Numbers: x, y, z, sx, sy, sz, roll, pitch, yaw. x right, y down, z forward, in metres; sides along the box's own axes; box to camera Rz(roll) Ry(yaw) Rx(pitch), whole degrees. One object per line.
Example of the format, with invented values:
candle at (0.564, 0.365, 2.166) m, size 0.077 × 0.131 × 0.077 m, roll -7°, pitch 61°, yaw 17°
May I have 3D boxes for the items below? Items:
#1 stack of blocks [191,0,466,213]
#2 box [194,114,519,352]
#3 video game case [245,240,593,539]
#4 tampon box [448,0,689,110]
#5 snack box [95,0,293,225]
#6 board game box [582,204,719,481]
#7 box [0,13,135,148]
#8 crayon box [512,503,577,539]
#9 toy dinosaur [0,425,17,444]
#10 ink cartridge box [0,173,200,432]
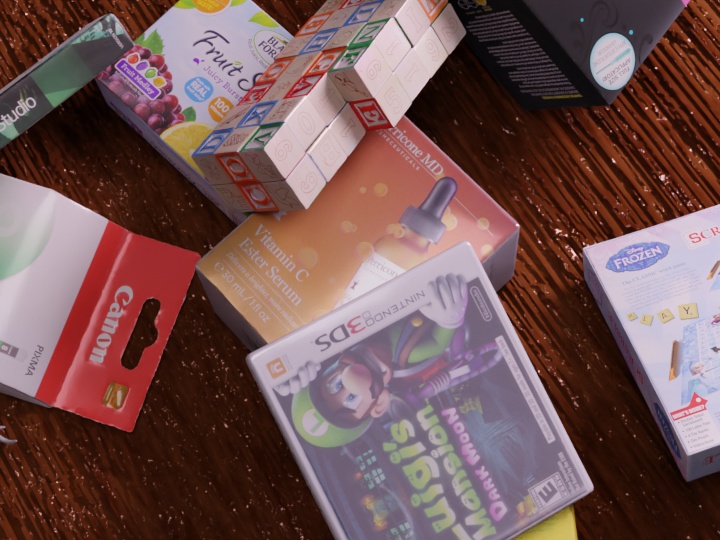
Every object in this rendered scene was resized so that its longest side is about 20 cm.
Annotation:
stack of blocks at (-0.021, -0.133, 1.014) m, size 0.115 × 0.059 × 0.201 m, roll -1°, pitch 43°, yaw 47°
box at (0.000, 0.000, 1.040) m, size 0.200 × 0.106 × 0.152 m, roll -43°, pitch 73°, yaw -11°
video game case at (0.043, 0.108, 0.951) m, size 0.181 × 0.023 × 0.201 m, roll -27°, pitch 90°, yaw -11°
tampon box at (0.144, -0.248, 1.064) m, size 0.200 × 0.126 × 0.150 m, roll 44°, pitch 75°, yaw -22°
snack box at (-0.100, -0.135, 1.123) m, size 0.200 × 0.053 × 0.142 m, roll 42°, pitch 76°, yaw 16°
board game box at (0.294, 0.037, 1.013) m, size 0.198 × 0.041 × 0.201 m, roll -17°, pitch 51°, yaw -3°
box at (-0.278, -0.131, 1.088) m, size 0.200 × 0.144 × 0.036 m, roll -41°, pitch 106°, yaw -11°
crayon box at (0.097, 0.219, 0.984) m, size 0.125 × 0.051 × 0.202 m, roll -5°, pitch 70°, yaw 1°
toy dinosaur at (-0.366, 0.090, 1.031) m, size 0.102 × 0.077 × 0.200 m, roll -43°, pitch 98°, yaw -10°
ink cartridge box at (-0.248, 0.022, 1.079) m, size 0.198 × 0.050 × 0.162 m, roll 16°, pitch 72°, yaw 11°
